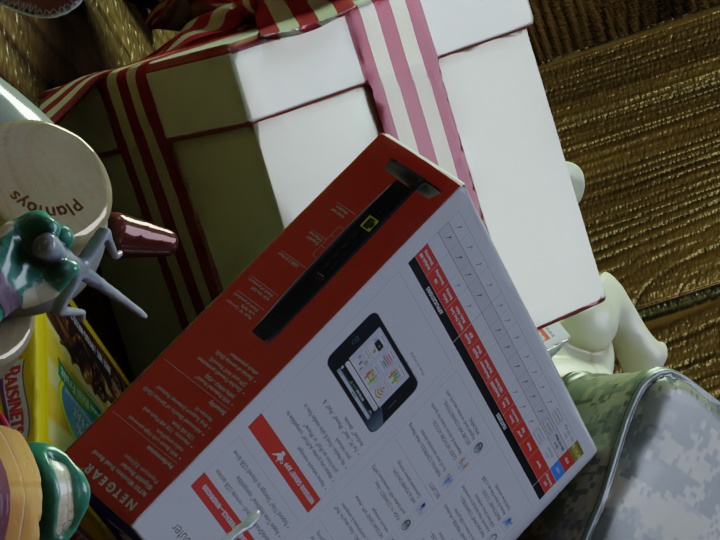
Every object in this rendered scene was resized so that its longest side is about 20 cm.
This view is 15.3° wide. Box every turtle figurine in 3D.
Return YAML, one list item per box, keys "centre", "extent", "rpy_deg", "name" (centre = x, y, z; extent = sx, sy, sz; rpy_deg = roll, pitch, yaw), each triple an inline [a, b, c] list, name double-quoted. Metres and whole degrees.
- centre: [-0.114, 0.066, 0.811]
  extent: [0.150, 0.101, 0.200]
  rpy_deg: [64, 21, 12]
  name: "turtle figurine"

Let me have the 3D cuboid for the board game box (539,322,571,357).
- centre: [0.000, 0.000, 1.335]
  extent: [0.200, 0.126, 0.035]
  rpy_deg: [51, 38, 14]
  name: "board game box"

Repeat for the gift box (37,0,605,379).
- centre: [-0.026, -0.041, 1.174]
  extent: [0.200, 0.184, 0.187]
  rpy_deg: [-21, 98, -40]
  name: "gift box"

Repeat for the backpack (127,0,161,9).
- centre: [-0.035, -0.183, 1.327]
  extent: [0.167, 0.200, 0.127]
  rpy_deg: [-5, 90, -43]
  name: "backpack"

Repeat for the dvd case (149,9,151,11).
- centre: [-0.149, -0.243, 1.449]
  extent: [0.200, 0.018, 0.143]
  rpy_deg: [56, 18, -57]
  name: "dvd case"

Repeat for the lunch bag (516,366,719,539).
- centre: [0.119, 0.145, 1.242]
  extent: [0.200, 0.168, 0.140]
  rpy_deg: [37, 65, -30]
  name: "lunch bag"

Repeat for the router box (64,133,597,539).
- centre: [-0.005, 0.073, 1.062]
  extent: [0.049, 0.179, 0.200]
  rpy_deg: [35, -16, 37]
  name: "router box"

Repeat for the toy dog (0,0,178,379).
- centre: [-0.125, -0.061, 0.935]
  extent: [0.096, 0.132, 0.201]
  rpy_deg: [-5, 82, -38]
  name: "toy dog"

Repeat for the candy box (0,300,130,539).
- centre: [-0.100, 0.086, 1.079]
  extent: [0.200, 0.026, 0.102]
  rpy_deg: [61, 18, -48]
  name: "candy box"

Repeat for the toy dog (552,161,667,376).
- centre: [0.078, 0.046, 1.413]
  extent: [0.194, 0.140, 0.200]
  rpy_deg: [18, 36, -48]
  name: "toy dog"
